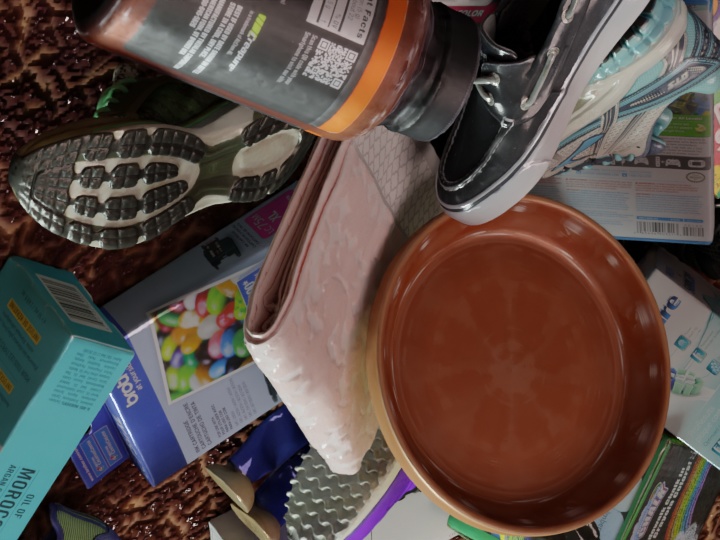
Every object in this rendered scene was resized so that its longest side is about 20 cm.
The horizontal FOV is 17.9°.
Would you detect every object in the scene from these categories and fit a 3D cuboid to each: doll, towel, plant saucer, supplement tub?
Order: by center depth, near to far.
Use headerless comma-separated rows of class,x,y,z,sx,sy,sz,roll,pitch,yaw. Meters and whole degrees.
supplement tub,-0.039,-0.131,1.157,0.199,0.107,0.107,21,111,-25
towel,0.000,0.000,1.320,0.192,0.032,0.200,-67,157,-20
plant saucer,0.092,0.056,1.339,0.199,0.201,0.032,-19,179,-28
doll,-0.004,0.089,1.471,0.200,0.048,0.137,-42,132,-13

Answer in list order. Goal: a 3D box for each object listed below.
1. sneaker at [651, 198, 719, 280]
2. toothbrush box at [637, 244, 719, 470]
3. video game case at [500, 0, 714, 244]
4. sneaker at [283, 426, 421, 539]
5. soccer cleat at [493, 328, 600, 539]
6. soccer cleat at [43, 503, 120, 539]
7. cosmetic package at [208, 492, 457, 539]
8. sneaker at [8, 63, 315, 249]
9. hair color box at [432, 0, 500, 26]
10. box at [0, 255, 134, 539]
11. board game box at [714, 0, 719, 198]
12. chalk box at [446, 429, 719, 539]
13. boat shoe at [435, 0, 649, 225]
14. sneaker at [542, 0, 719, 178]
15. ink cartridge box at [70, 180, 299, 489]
sneaker,0.238,-0.076,1.486,0.076,0.114,0.200,-23,134,-27
toothbrush box,0.252,0.079,1.530,0.085,0.200,0.146,-52,180,11
video game case,0.144,-0.095,1.388,0.142,0.018,0.201,4,137,13
sneaker,0.039,0.109,1.433,0.099,0.069,0.201,38,87,-42
soccer cleat,0.096,0.112,1.401,0.064,0.084,0.201,-18,97,-26
soccer cleat,-0.227,0.222,1.388,0.200,0.065,0.084,-45,115,5
cosmetic package,-0.004,0.169,1.539,0.199,0.051,0.083,-25,139,-24
sneaker,-0.115,-0.071,1.200,0.199,0.088,0.077,-15,134,-46
hair color box,0.044,-0.213,1.238,0.099,0.061,0.201,-5,126,-38
box,-0.211,0.098,1.274,0.049,0.082,0.201,18,110,-46
board game box,0.194,-0.145,1.397,0.096,0.030,0.200,-44,114,-1
chalk box,0.149,0.145,1.539,0.200,0.124,0.125,20,96,-63
boat shoe,0.089,-0.115,1.263,0.068,0.072,0.200,15,121,-37
sneaker,0.133,-0.085,1.334,0.086,0.078,0.200,31,136,-22
ink cartridge box,-0.093,0.047,1.359,0.199,0.042,0.120,-32,133,-13
